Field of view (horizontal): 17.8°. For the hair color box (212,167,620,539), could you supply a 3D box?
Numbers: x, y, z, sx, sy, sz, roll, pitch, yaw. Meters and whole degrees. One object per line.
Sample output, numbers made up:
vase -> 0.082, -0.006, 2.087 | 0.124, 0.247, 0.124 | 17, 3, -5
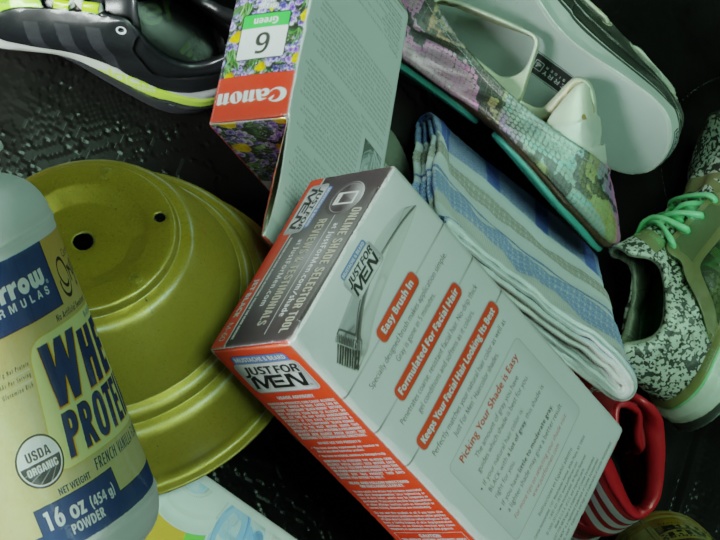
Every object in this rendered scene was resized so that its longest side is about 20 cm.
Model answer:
hair color box -> 0.032, 0.059, 1.123 | 0.200, 0.064, 0.111 | 49, 55, -28

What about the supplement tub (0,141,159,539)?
supplement tub -> -0.184, 0.044, 0.998 | 0.144, 0.144, 0.201 | -26, 102, -30

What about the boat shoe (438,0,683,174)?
boat shoe -> 0.107, -0.136, 1.354 | 0.200, 0.071, 0.064 | 43, 28, -1

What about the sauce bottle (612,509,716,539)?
sauce bottle -> 0.175, 0.173, 1.219 | 0.066, 0.200, 0.066 | 0, 95, -4

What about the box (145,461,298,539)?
box -> -0.111, 0.208, 1.117 | 0.112, 0.101, 0.200 | 36, 62, -14

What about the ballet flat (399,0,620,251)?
ballet flat -> 0.087, -0.098, 1.310 | 0.200, 0.069, 0.071 | 41, 93, 0

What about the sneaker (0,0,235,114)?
sneaker -> -0.140, -0.148, 1.214 | 0.199, 0.083, 0.072 | 19, 68, -22

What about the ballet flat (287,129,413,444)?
ballet flat -> 0.000, 0.000, 1.253 | 0.067, 0.064, 0.201 | 12, 70, -12

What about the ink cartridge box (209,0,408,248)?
ink cartridge box -> -0.030, -0.080, 1.205 | 0.109, 0.050, 0.201 | 48, 45, -52

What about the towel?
towel -> 0.086, -0.012, 1.251 | 0.147, 0.200, 0.024 | 38, 106, -13

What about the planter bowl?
planter bowl -> -0.129, 0.007, 1.118 | 0.200, 0.084, 0.201 | -2, 52, 2

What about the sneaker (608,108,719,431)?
sneaker -> 0.189, -0.013, 1.344 | 0.088, 0.077, 0.201 | 26, 64, -28

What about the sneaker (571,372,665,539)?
sneaker -> 0.107, 0.052, 1.266 | 0.078, 0.115, 0.200 | -33, 92, -30

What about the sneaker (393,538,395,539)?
sneaker -> 0.031, 0.171, 1.212 | 0.200, 0.087, 0.075 | -38, 75, -27
